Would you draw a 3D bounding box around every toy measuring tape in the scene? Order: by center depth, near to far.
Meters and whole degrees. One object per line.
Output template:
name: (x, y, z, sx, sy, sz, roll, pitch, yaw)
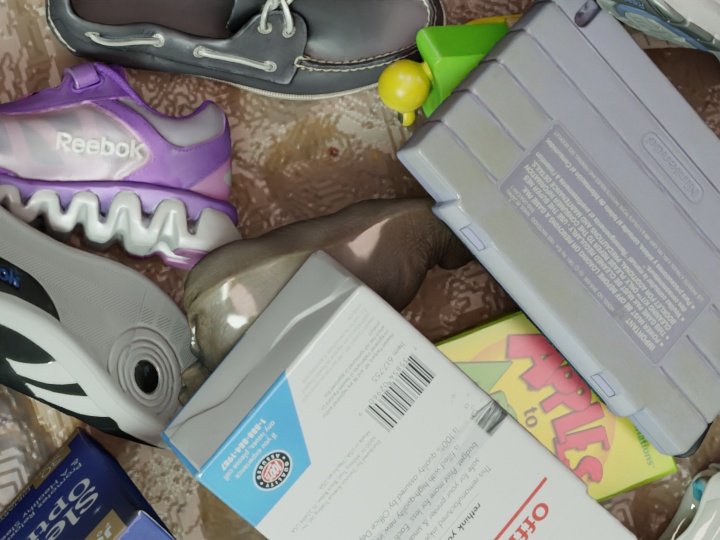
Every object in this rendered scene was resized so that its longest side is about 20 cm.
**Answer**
toy measuring tape: (0.099, -0.090, 1.340, 0.199, 0.073, 0.074, -6, 90, -22)

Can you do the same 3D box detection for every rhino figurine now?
rhino figurine: (0.000, 0.000, 1.303, 0.199, 0.088, 0.060, -21, 62, -18)

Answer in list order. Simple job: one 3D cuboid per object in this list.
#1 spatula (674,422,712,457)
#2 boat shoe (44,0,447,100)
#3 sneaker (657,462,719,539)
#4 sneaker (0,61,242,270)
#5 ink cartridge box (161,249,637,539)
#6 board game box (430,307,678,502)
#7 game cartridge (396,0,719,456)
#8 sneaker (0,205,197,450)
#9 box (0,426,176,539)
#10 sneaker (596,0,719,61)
spatula: (0.195, 0.004, 1.345, 0.056, 0.021, 0.201, 29, 69, -4)
boat shoe: (-0.054, -0.123, 1.320, 0.198, 0.063, 0.073, 3, 89, -5)
sneaker: (0.209, 0.123, 1.334, 0.199, 0.077, 0.081, -31, 90, -6)
sneaker: (-0.148, -0.061, 1.309, 0.199, 0.080, 0.089, 11, 83, -10)
ink cartridge box: (0.021, 0.101, 1.257, 0.200, 0.068, 0.116, 43, 87, -24)
board game box: (0.044, 0.085, 1.333, 0.199, 0.048, 0.102, -21, 91, -4)
game cartridge: (0.121, -0.024, 1.288, 0.130, 0.038, 0.200, -46, 104, -15)
sneaker: (-0.168, 0.031, 1.312, 0.200, 0.111, 0.073, 38, 50, -33)
box: (-0.143, 0.145, 1.242, 0.032, 0.200, 0.121, 44, 86, -19)
sneaker: (0.199, -0.130, 1.296, 0.199, 0.074, 0.088, 25, 87, -45)
